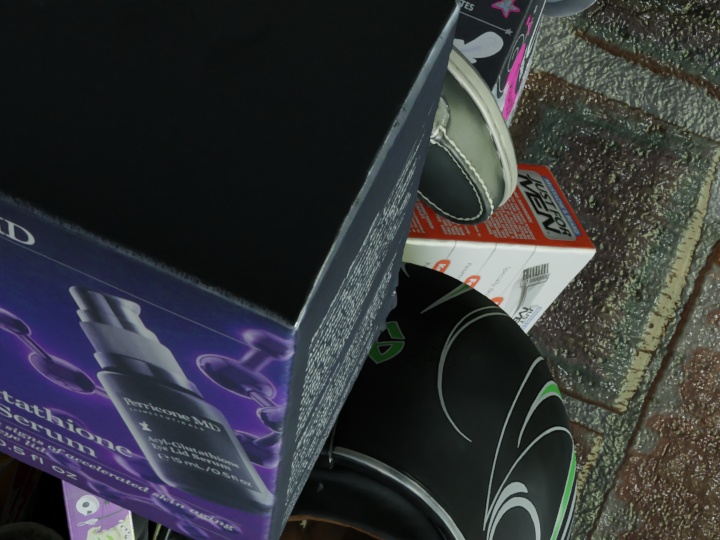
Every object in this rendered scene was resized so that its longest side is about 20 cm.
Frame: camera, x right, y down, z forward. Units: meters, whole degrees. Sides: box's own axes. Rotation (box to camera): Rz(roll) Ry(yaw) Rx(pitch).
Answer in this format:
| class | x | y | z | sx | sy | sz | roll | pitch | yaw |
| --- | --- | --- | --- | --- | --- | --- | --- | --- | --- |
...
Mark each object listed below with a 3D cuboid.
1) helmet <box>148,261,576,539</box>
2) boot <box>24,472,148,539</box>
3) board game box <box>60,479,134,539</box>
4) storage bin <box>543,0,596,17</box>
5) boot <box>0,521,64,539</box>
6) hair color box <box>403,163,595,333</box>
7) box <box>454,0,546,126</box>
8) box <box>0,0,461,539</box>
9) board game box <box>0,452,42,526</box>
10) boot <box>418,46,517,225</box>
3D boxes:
| class | x | y | z | sx | sy | sz | roll | pitch | yaw |
| --- | --- | --- | --- | --- | --- | --- | --- | --- | --- |
| helmet | 0.003 | 0.092 | 0.906 | 0.191 | 0.200 | 0.200 | -64 | 175 | -60 |
| boot | -0.136 | 0.158 | 1.004 | 0.198 | 0.073 | 0.163 | 81 | 30 | -66 |
| board game box | -0.100 | 0.114 | 0.834 | 0.120 | 0.032 | 0.200 | -117 | -159 | -57 |
| storage bin | 0.079 | -0.264 | 1.137 | 0.134 | 0.145 | 0.200 | 30 | 82 | -57 |
| boot | -0.159 | 0.220 | 0.808 | 0.200 | 0.072 | 0.182 | 114 | -8 | -47 |
| hair color box | 0.000 | 0.000 | 1.006 | 0.111 | 0.200 | 0.064 | -53 | -133 | 36 |
| box | 0.021 | -0.117 | 1.080 | 0.200 | 0.132 | 0.115 | 89 | 23 | -76 |
| box | -0.067 | -0.016 | 0.598 | 0.200 | 0.148 | 0.105 | 98 | 17 | -65 |
| board game box | -0.180 | 0.159 | 0.847 | 0.200 | 0.030 | 0.096 | -66 | 174 | 10 |
| boot | -0.023 | -0.050 | 0.890 | 0.204 | 0.073 | 0.154 | 51 | 57 | -36 |
